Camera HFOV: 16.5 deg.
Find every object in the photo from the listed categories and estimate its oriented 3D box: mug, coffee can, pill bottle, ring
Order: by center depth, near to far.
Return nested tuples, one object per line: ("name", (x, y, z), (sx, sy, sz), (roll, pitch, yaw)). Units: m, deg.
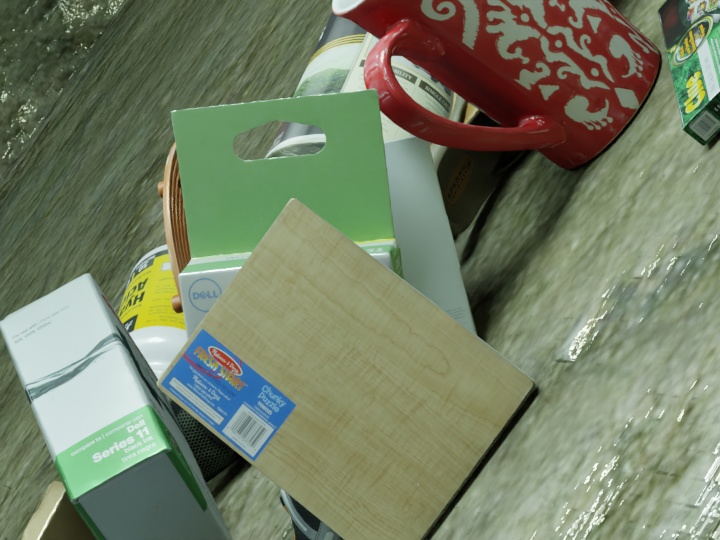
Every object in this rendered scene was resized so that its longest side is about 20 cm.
("mug", (0.086, -0.153, 1.705), (0.178, 0.200, 0.133), (-56, 17, -7))
("ring", (-0.098, 0.001, 1.749), (0.019, 0.201, 0.201), (-15, 31, 17))
("coffee can", (0.018, -0.116, 1.905), (0.146, 0.146, 0.201), (-35, 25, 47))
("pill bottle", (-0.155, 0.073, 2.060), (0.111, 0.111, 0.201), (-44, 20, 28))

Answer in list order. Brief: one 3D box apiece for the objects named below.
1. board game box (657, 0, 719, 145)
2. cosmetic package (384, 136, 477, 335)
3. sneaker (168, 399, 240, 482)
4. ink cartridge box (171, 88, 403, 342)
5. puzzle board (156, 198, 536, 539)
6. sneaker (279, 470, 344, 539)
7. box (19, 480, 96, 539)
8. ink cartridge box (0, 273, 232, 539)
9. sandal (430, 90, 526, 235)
("board game box", (0.241, -0.163, 1.613), (0.105, 0.023, 0.200), (-44, 18, 22))
("cosmetic package", (0.000, 0.000, 1.736), (0.200, 0.051, 0.152), (-20, 81, 62))
("sneaker", (-0.088, 0.098, 1.890), (0.199, 0.076, 0.114), (-44, 12, 13))
("ink cartridge box", (-0.046, -0.008, 1.618), (0.144, 0.202, 0.048), (-5, 15, 9))
("puzzle board", (-0.010, 0.072, 1.568), (0.151, 0.200, 0.017), (-53, -15, 1))
("sneaker", (-0.025, 0.130, 1.671), (0.200, 0.078, 0.078), (-90, 19, -74))
("box", (-0.229, 0.280, 1.802), (0.021, 0.164, 0.201), (7, 55, 29))
("ink cartridge box", (-0.179, 0.122, 1.825), (0.083, 0.147, 0.200), (-29, 47, -2))
("sandal", (0.097, -0.110, 1.816), (0.054, 0.080, 0.201), (-10, 46, 44))
